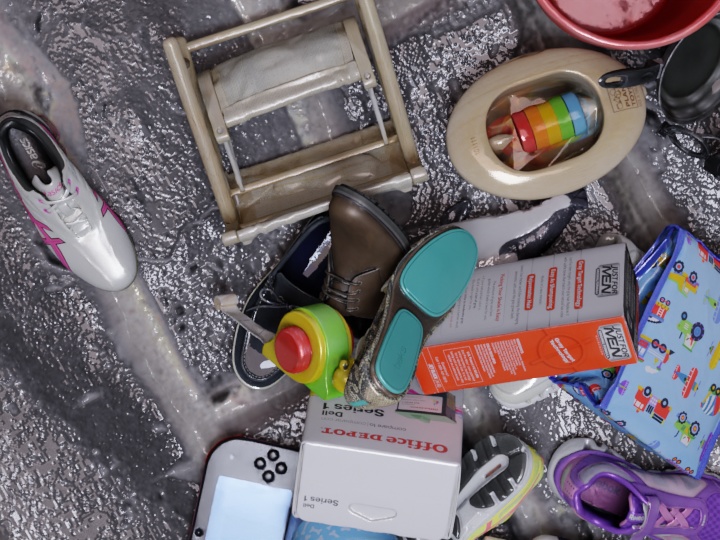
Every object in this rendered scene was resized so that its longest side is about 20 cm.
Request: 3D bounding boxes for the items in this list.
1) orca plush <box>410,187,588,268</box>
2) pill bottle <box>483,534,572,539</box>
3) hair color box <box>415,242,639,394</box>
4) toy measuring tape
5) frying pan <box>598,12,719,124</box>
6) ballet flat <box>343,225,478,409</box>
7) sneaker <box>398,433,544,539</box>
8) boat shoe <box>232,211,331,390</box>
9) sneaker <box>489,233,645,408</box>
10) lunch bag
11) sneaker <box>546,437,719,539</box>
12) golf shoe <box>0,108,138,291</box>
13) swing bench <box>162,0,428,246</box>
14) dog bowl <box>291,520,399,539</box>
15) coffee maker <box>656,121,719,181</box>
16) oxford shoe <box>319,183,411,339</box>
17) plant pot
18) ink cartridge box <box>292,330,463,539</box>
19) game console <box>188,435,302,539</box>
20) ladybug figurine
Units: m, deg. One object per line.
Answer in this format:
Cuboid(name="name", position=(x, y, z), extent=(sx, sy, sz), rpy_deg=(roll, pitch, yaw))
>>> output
Cuboid(name="orca plush", position=(0.131, -0.020, 1.526), extent=(0.199, 0.071, 0.106), rpy_deg=(-34, 48, -2))
Cuboid(name="pill bottle", position=(0.206, 0.315, 1.506), extent=(0.197, 0.111, 0.113), rpy_deg=(13, 93, 0))
Cuboid(name="hair color box", position=(0.146, 0.044, 1.416), extent=(0.197, 0.102, 0.062), rpy_deg=(-10, 128, 20))
Cuboid(name="toy measuring tape", position=(-0.064, 0.048, 1.439), extent=(0.199, 0.073, 0.074), rpy_deg=(36, 95, 40))
Cuboid(name="frying pan", position=(0.289, -0.175, 1.477), extent=(0.189, 0.031, 0.116), rpy_deg=(-28, 135, -19))
Cuboid(name="ballet flat", position=(0.035, 0.041, 1.387), extent=(0.068, 0.075, 0.201), rpy_deg=(43, 52, -18))
Cuboid(name="sneaker", position=(0.101, 0.232, 1.523), extent=(0.199, 0.090, 0.079), rpy_deg=(-37, 66, 23))
Cuboid(name="boat shoe", position=(-0.063, 0.025, 1.519), extent=(0.074, 0.062, 0.201), rpy_deg=(32, 95, -3))
Cuboid(name="sneaker", position=(0.190, 0.043, 1.498), extent=(0.200, 0.081, 0.075), rpy_deg=(-47, 57, 0))
Cuboid(name="lunch bag", position=(0.298, 0.065, 1.479), extent=(0.150, 0.094, 0.201), rpy_deg=(35, 88, -31))
Cuboid(name="sneaker", position=(0.275, 0.225, 1.508), extent=(0.198, 0.089, 0.082), rpy_deg=(16, 101, 0))
Cuboid(name="golf shoe", position=(-0.285, -0.062, 1.504), extent=(0.072, 0.092, 0.201), rpy_deg=(-36, 93, 1))
Cuboid(name="swing bench", position=(-0.059, -0.149, 1.480), extent=(0.196, 0.130, 0.203), rpy_deg=(-17, 98, 1))
Cuboid(name="dog bowl", position=(-0.017, 0.286, 1.466), extent=(0.110, 0.050, 0.201), rpy_deg=(-6, 138, -11))
Cuboid(name="coffee maker", position=(0.415, -0.157, 1.456), extent=(0.191, 0.135, 0.201), rpy_deg=(34, 86, -14))
Cuboid(name="oxford shoe", position=(0.000, 0.000, 1.432), extent=(0.072, 0.201, 0.085), rpy_deg=(27, 64, 27))
Cuboid(name="plant pot", position=(0.233, -0.287, 1.436), extent=(0.197, 0.177, 0.204), rpy_deg=(0, 90, 1))
Cuboid(name="ink cartridge box", position=(0.021, 0.145, 1.449), extent=(0.143, 0.201, 0.085), rpy_deg=(8, 119, 0))
Cuboid(name="game console", position=(-0.081, 0.271, 1.549), extent=(0.174, 0.031, 0.203), rpy_deg=(13, 94, 0))
Cuboid(name="ladybug figurine", position=(0.175, -0.135, 1.495), extent=(0.197, 0.072, 0.138), rpy_deg=(-15, 83, -3))
